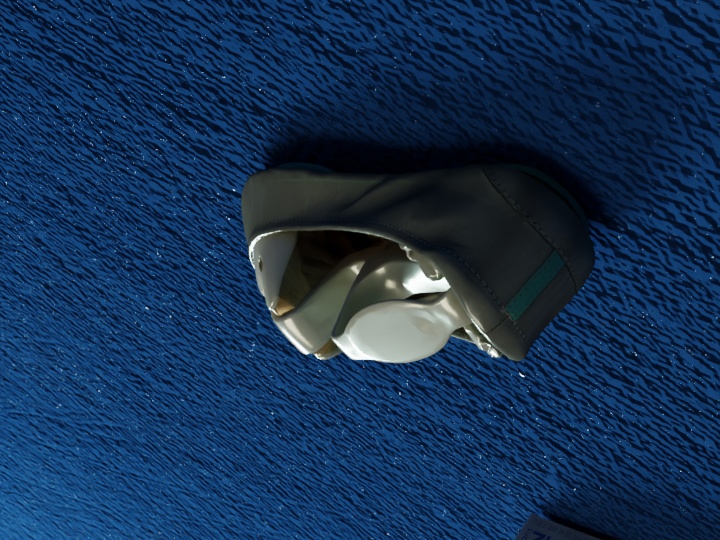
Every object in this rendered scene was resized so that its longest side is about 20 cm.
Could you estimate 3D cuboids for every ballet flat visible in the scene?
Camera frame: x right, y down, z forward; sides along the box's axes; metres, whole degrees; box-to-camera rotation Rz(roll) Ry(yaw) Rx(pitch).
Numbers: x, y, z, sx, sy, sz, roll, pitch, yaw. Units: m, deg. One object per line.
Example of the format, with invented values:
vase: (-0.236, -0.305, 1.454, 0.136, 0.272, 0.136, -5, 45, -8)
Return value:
ballet flat: (0.000, 0.000, 0.754, 0.067, 0.064, 0.199, 45, 159, -22)

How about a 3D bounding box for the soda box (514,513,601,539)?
soda box: (0.138, 0.166, 0.897, 0.199, 0.064, 0.068, 17, 153, 42)
